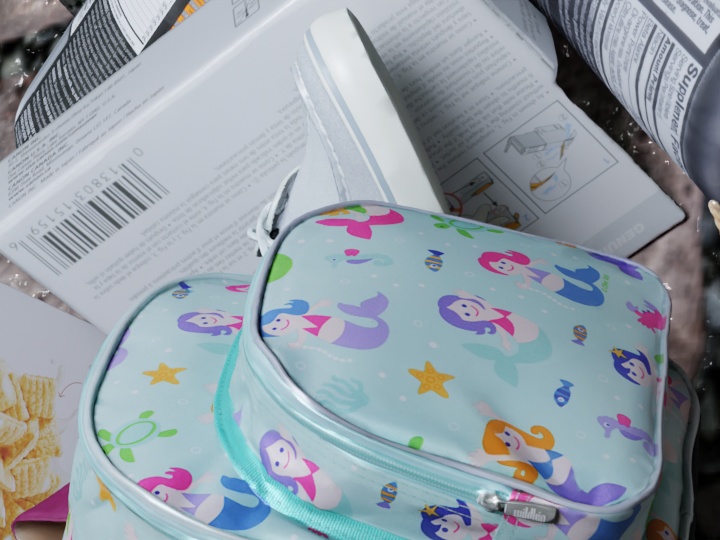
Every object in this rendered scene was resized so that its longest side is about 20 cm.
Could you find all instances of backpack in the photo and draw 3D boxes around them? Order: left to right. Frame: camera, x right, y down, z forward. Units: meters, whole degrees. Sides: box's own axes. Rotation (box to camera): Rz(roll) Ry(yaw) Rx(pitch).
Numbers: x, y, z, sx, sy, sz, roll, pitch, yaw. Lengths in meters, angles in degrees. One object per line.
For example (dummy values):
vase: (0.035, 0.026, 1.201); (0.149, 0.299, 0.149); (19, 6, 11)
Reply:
backpack: (0.006, 0.069, 0.808); (0.199, 0.151, 0.178); (9, 31, 5)

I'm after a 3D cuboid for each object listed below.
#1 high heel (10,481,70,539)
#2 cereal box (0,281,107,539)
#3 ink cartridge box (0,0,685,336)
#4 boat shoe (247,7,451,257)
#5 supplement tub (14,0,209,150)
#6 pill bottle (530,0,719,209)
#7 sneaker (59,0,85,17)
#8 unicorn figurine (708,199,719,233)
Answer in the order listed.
high heel: (-0.069, 0.123, 0.931); (0.200, 0.095, 0.068); (-136, 36, -72)
cereal box: (-0.168, 0.071, 1.001); (0.039, 0.199, 0.145); (7, 75, 51)
ink cartridge box: (-0.008, -0.029, 0.950); (0.200, 0.173, 0.044); (-35, 36, 20)
boat shoe: (0.000, 0.000, 0.900); (0.071, 0.201, 0.070); (-20, 42, -1)
supplement tub: (-0.039, -0.097, 0.997); (0.200, 0.122, 0.123); (-51, 46, 30)
pill bottle: (0.136, -0.087, 0.898); (0.106, 0.106, 0.200); (-46, 50, 12)
sneaker: (-0.044, -0.154, 1.099); (0.199, 0.078, 0.086); (-19, 52, 20)
unicorn figurine: (0.166, 0.086, 0.821); (0.199, 0.074, 0.138); (26, 64, 25)
